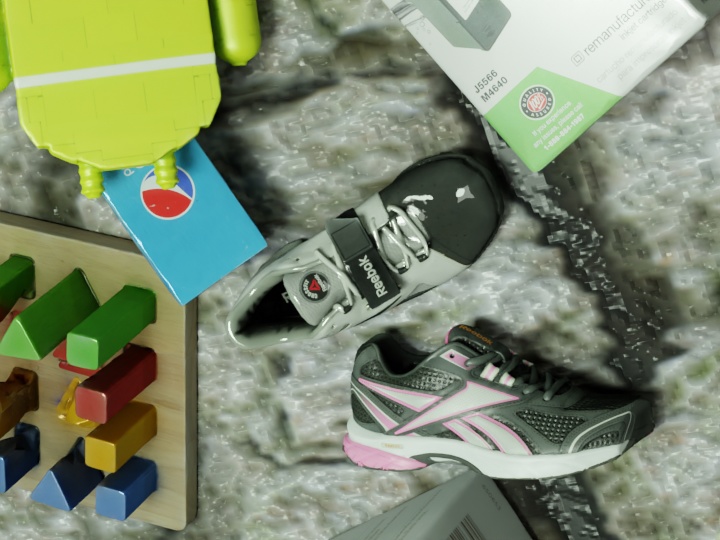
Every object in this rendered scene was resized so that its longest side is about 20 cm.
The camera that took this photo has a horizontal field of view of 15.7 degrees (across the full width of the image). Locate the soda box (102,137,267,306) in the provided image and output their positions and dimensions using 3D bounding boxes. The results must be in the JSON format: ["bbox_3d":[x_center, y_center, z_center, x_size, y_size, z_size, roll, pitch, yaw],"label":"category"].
[{"bbox_3d":[-0.142,-0.079,1.619,0.068,0.064,0.200,-35,94,-4],"label":"soda box"}]

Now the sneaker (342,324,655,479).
[{"bbox_3d":[0.077,0.077,1.591,0.199,0.080,0.087,-1,101,21],"label":"sneaker"}]

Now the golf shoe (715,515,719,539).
[{"bbox_3d":[0.281,0.220,1.545,0.200,0.092,0.075,43,122,1],"label":"golf shoe"}]

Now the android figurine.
[{"bbox_3d":[-0.150,-0.145,1.563,0.181,0.041,0.201,-10,92,-6],"label":"android figurine"}]

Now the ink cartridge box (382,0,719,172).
[{"bbox_3d":[0.091,-0.181,1.458,0.200,0.084,0.145,48,124,0],"label":"ink cartridge box"}]

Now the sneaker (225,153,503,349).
[{"bbox_3d":[0.000,0.000,1.587,0.200,0.088,0.074,-32,95,32],"label":"sneaker"}]

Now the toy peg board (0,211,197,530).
[{"bbox_3d":[-0.218,0.078,1.723,0.199,0.098,0.200,13,117,21],"label":"toy peg board"}]

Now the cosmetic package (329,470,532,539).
[{"bbox_3d":[0.018,0.259,1.647,0.200,0.167,0.167,-29,98,34],"label":"cosmetic package"}]
